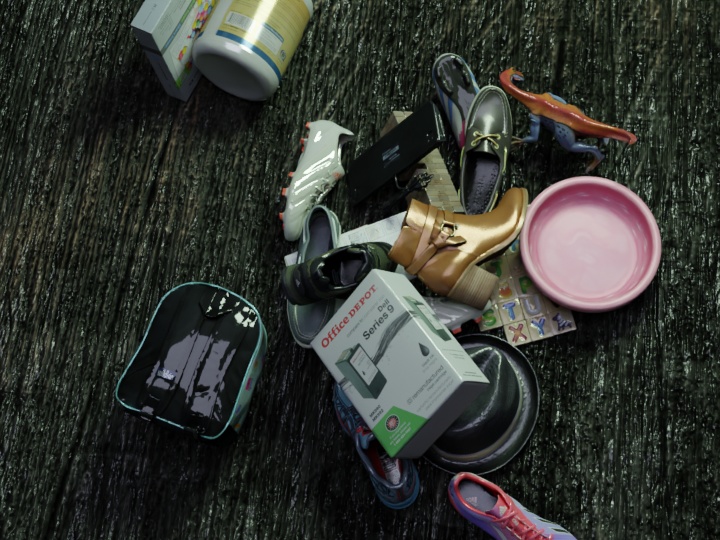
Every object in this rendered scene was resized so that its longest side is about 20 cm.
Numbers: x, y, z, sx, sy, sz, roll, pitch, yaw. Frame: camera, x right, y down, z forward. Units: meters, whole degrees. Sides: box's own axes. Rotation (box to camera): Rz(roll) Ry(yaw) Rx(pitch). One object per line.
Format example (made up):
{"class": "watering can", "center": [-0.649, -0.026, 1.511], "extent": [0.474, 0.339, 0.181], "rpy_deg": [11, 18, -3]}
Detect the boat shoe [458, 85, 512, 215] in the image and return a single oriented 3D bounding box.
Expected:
{"class": "boat shoe", "center": [0.180, -0.165, 1.606], "extent": [0.070, 0.061, 0.205], "rpy_deg": [8, 93, 3]}

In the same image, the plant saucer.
{"class": "plant saucer", "center": [0.322, -0.032, 1.582], "extent": [0.197, 0.051, 0.204], "rpy_deg": [-1, 68, 3]}

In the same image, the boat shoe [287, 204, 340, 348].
{"class": "boat shoe", "center": [-0.066, 0.005, 1.560], "extent": [0.072, 0.062, 0.203], "rpy_deg": [5, 71, 7]}

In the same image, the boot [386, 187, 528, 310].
{"class": "boot", "center": [0.135, -0.058, 1.540], "extent": [0.154, 0.077, 0.202], "rpy_deg": [27, 73, 1]}

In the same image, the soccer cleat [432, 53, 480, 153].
{"class": "soccer cleat", "center": [0.165, -0.230, 1.678], "extent": [0.069, 0.086, 0.203], "rpy_deg": [-22, 91, 4]}

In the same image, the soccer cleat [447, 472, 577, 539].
{"class": "soccer cleat", "center": [0.199, 0.328, 1.449], "extent": [0.198, 0.077, 0.067], "rpy_deg": [31, 75, 17]}

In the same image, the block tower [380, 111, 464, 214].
{"class": "block tower", "center": [0.090, -0.140, 1.631], "extent": [0.053, 0.058, 0.202], "rpy_deg": [-2, 56, -28]}

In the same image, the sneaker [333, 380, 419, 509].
{"class": "sneaker", "center": [0.023, 0.216, 1.503], "extent": [0.079, 0.096, 0.202], "rpy_deg": [-28, 68, -5]}

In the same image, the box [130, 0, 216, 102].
{"class": "box", "center": [-0.270, -0.375, 1.711], "extent": [0.041, 0.200, 0.157], "rpy_deg": [23, 73, 14]}

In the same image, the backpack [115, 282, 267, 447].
{"class": "backpack", "center": [-0.217, 0.124, 1.537], "extent": [0.173, 0.153, 0.203], "rpy_deg": [18, 82, 11]}

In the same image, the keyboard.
{"class": "keyboard", "center": [0.052, -0.146, 1.612], "extent": [0.199, 0.020, 0.129], "rpy_deg": [-34, 52, 42]}

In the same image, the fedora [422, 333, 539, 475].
{"class": "fedora", "center": [0.150, 0.171, 1.506], "extent": [0.197, 0.092, 0.204], "rpy_deg": [-2, 69, 6]}

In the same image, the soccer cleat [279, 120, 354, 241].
{"class": "soccer cleat", "center": [-0.066, -0.134, 1.667], "extent": [0.076, 0.069, 0.203], "rpy_deg": [13, 68, 8]}

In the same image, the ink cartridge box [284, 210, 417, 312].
{"class": "ink cartridge box", "center": [0.000, 0.000, 1.615], "extent": [0.197, 0.050, 0.110], "rpy_deg": [-21, 67, -2]}

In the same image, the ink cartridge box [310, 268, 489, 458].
{"class": "ink cartridge box", "center": [0.047, 0.120, 1.455], "extent": [0.146, 0.084, 0.201], "rpy_deg": [-49, 61, 18]}

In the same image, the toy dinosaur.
{"class": "toy dinosaur", "center": [0.288, -0.237, 1.624], "extent": [0.181, 0.199, 0.106], "rpy_deg": [41, 59, -12]}

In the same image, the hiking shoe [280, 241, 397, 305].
{"class": "hiking shoe", "center": [-0.007, 0.002, 1.498], "extent": [0.198, 0.100, 0.077], "rpy_deg": [-19, 92, -42]}

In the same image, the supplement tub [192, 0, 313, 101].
{"class": "supplement tub", "center": [-0.159, -0.382, 1.730], "extent": [0.143, 0.145, 0.202], "rpy_deg": [20, 73, 14]}

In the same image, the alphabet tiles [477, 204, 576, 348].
{"class": "alphabet tiles", "center": [0.234, 0.005, 1.607], "extent": [0.164, 0.006, 0.203], "rpy_deg": [-15, 68, 2]}

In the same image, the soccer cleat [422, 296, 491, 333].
{"class": "soccer cleat", "center": [0.083, 0.061, 1.559], "extent": [0.197, 0.069, 0.079], "rpy_deg": [-18, 89, 2]}
